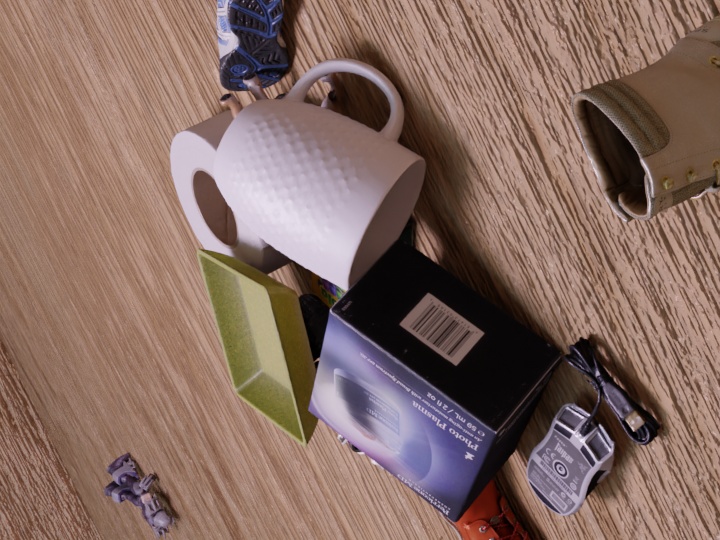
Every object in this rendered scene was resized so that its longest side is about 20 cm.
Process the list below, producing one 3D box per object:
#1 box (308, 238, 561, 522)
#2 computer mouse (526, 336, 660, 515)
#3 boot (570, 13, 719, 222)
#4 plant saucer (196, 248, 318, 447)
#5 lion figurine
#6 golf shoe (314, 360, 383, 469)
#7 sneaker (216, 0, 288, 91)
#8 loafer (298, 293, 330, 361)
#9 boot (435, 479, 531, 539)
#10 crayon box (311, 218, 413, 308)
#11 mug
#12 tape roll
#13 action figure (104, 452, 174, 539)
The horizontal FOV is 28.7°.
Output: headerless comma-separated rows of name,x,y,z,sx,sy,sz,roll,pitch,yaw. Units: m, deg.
box,0.067,0.113,1.391,0.200,0.123,0.199,36,148,15
computer mouse,0.209,0.156,1.316,0.110,0.044,0.200,46,144,21
boot,0.242,-0.061,0.914,0.201,0.154,0.072,57,154,11
plant saucer,-0.109,0.078,1.627,0.200,0.048,0.201,26,133,57
lion figurine,-0.071,-0.147,1.492,0.199,0.072,0.123,11,139,47
golf shoe,-0.010,0.162,1.642,0.077,0.088,0.200,30,174,-33
sneaker,-0.114,-0.261,1.485,0.200,0.075,0.077,110,153,-59
loafer,-0.066,0.071,1.681,0.070,0.068,0.201,49,161,3
boot,0.147,0.276,1.519,0.107,0.075,0.201,21,141,49
crayon box,0.000,0.000,1.532,0.127,0.051,0.201,41,148,35
mug,-0.035,-0.108,1.362,0.175,0.201,0.148,30,-174,13
tape roll,-0.147,-0.088,1.694,0.202,0.071,0.203,42,147,36
action figure,-0.415,0.435,2.695,0.200,0.069,0.131,31,134,41
